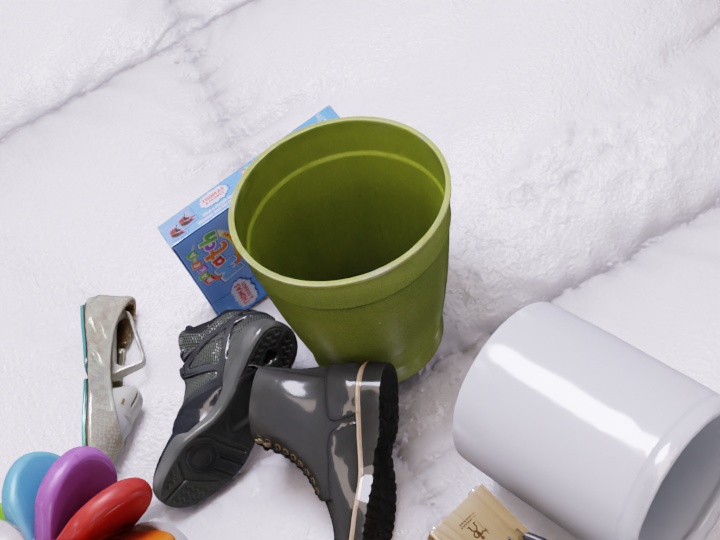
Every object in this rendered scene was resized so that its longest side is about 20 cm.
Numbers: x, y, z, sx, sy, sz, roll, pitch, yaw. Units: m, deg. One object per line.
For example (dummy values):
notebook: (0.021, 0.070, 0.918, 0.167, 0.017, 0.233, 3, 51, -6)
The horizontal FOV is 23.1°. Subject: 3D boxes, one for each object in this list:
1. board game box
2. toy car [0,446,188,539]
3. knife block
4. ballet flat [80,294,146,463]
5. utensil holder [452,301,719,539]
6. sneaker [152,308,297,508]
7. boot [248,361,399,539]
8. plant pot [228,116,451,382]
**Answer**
board game box: (-0.082, -0.050, 1.694, 0.199, 0.152, 0.037, -36, 55, -6)
toy car: (-0.245, 0.231, 1.551, 0.199, 0.151, 0.174, 25, 26, 29)
knife block: (0.131, 0.268, 1.440, 0.064, 0.200, 0.176, -39, 76, -19)
ballet flat: (-0.239, 0.106, 1.707, 0.062, 0.068, 0.202, -8, 58, 2)
utensil holder: (0.200, 0.139, 1.483, 0.199, 0.170, 0.170, 32, 74, 31)
sneaker: (-0.143, 0.123, 1.664, 0.114, 0.076, 0.201, 28, 91, 55)
boot: (-0.041, 0.181, 1.577, 0.137, 0.077, 0.202, 2, 79, 20)
plant pot: (0.000, 0.000, 1.602, 0.198, 0.194, 0.202, -8, 47, 9)
